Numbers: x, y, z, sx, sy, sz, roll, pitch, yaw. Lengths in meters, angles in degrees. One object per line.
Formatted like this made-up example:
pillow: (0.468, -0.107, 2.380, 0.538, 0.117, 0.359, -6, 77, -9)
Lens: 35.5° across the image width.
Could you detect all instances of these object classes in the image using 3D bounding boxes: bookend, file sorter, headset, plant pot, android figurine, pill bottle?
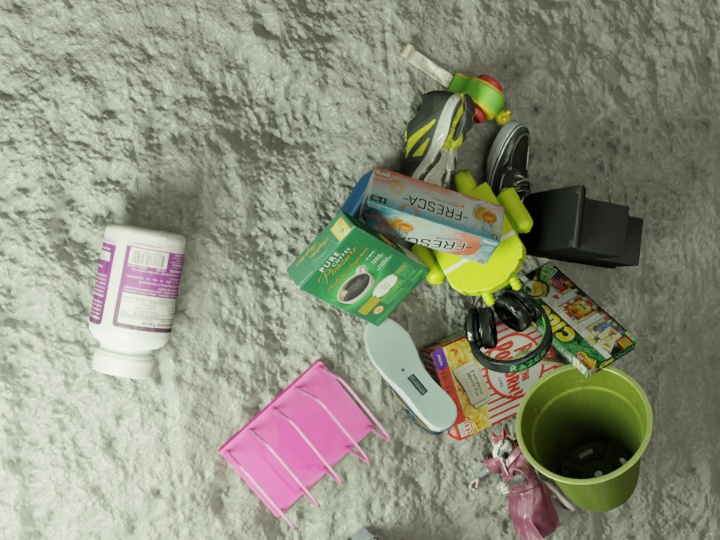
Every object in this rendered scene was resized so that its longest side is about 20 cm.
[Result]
bookend: (0.361, -0.062, 1.717, 0.198, 0.200, 0.092, 8, 86, -20)
file sorter: (-0.075, 0.255, 1.629, 0.200, 0.125, 0.139, -42, 106, -12)
headset: (0.203, 0.063, 1.683, 0.123, 0.200, 0.094, -28, 135, -6)
plant pot: (0.353, 0.273, 1.712, 0.200, 0.200, 0.190, -42, 141, -12)
android figurine: (0.169, -0.046, 1.679, 0.182, 0.041, 0.200, -33, 73, 10)
pill bottle: (-0.308, 0.042, 1.533, 0.112, 0.112, 0.201, 10, 92, -21)

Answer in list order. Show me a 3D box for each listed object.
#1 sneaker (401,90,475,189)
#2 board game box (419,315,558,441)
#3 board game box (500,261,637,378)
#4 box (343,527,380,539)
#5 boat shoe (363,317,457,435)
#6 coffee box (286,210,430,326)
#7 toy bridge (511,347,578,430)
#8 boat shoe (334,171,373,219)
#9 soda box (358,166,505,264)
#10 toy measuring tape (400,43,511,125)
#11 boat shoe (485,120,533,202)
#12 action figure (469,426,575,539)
sneaker: (0.100, -0.177, 1.680, 0.074, 0.085, 0.200, 28, 89, -49)
board game box: (0.209, 0.156, 1.766, 0.200, 0.046, 0.152, -22, 102, -17)
board game box: (0.318, 0.072, 1.729, 0.105, 0.200, 0.023, -29, 144, -22)
box: (-0.032, 0.498, 1.673, 0.200, 0.115, 0.132, -31, 103, -16)
boat shoe: (0.068, 0.166, 1.709, 0.071, 0.091, 0.200, -32, 78, -15)
coffee box: (0.000, 0.000, 1.606, 0.123, 0.044, 0.200, -48, 141, 14)
toy bridge: (0.305, 0.174, 1.750, 0.067, 0.027, 0.200, -46, 126, -1)
boat shoe: (-0.006, -0.051, 1.652, 0.069, 0.084, 0.200, 37, 84, -22)
soda box: (0.101, -0.077, 1.602, 0.200, 0.064, 0.069, 17, 57, -5)
toy measuring tape: (0.153, -0.280, 1.695, 0.200, 0.074, 0.074, 33, 83, -20)
boat shoe: (0.233, -0.128, 1.728, 0.072, 0.071, 0.200, 7, 99, -44)
action figure: (0.258, 0.328, 1.753, 0.149, 0.134, 0.200, -23, 105, -17)
